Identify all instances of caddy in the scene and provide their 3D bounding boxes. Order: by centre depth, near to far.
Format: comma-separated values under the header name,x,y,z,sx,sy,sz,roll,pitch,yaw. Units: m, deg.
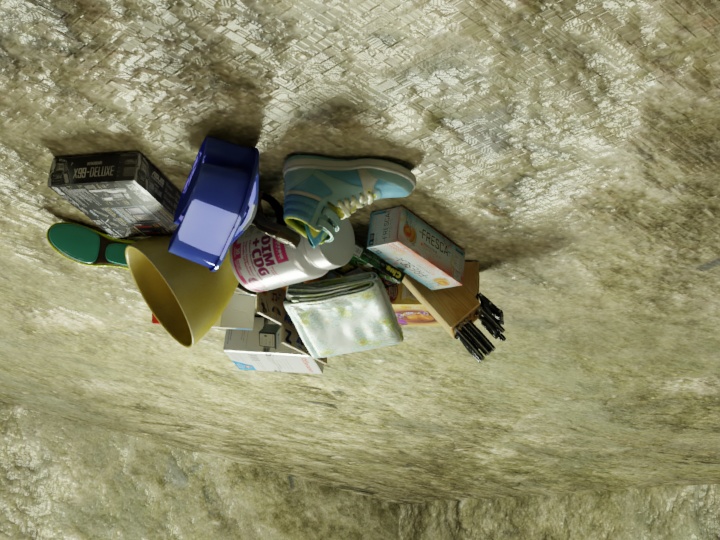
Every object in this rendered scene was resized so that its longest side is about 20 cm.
name,x,y,z,sx,sy,sz,roll,pitch,yaw
caddy,-0.202,-0.093,1.427,0.104,0.143,0.201,18,130,-17

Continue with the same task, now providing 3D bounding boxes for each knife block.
name,x,y,z,sx,sy,sz,roll,pitch,yaw
knife block,0.157,0.075,1.735,0.196,0.178,0.064,2,158,11

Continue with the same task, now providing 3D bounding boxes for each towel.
name,x,y,z,sx,sy,sz,roll,pitch,yaw
towel,-0.028,0.081,1.703,0.168,0.049,0.201,-8,143,13

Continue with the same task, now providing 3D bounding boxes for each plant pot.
name,x,y,z,sx,sy,sz,roll,pitch,yaw
plant pot,-0.290,0.010,1.702,0.141,0.201,0.200,-34,174,-25

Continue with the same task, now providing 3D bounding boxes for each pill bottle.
name,x,y,z,sx,sy,sz,roll,pitch,yaw
pill bottle,-0.111,-0.036,1.616,0.198,0.115,0.113,-14,151,40

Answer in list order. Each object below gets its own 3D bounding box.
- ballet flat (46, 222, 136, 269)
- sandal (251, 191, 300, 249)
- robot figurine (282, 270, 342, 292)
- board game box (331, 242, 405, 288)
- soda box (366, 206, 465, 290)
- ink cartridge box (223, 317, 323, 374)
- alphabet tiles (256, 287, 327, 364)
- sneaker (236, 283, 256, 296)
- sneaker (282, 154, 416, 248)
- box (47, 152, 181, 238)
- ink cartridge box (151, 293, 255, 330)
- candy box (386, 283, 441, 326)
name,x,y,z,sx,sy,sz,roll,pitch,yaw
ballet flat,-0.471,-0.036,1.790,0.197,0.068,0.067,15,170,-23
sandal,-0.146,-0.090,1.505,0.081,0.055,0.199,25,-176,-35
robot figurine,-0.045,0.054,1.788,0.199,0.059,0.144,37,150,-29
board game box,0.000,0.000,1.712,0.104,0.024,0.200,32,165,-10
soda box,0.095,-0.034,1.634,0.068,0.065,0.199,-10,153,36
ink cartridge box,-0.186,0.166,2.177,0.196,0.087,0.147,1,158,9
alphabet tiles,-0.124,0.064,1.796,0.007,0.170,0.199,-20,148,29
sneaker,-0.233,0.003,1.834,0.197,0.074,0.085,9,-178,-10
sneaker,-0.020,-0.091,1.430,0.196,0.133,0.080,3,157,7
box,-0.375,-0.116,1.577,0.155,0.051,0.200,-2,157,19
ink cartridge box,-0.311,0.073,1.872,0.197,0.069,0.116,2,175,27
candy box,0.055,0.062,1.894,0.197,0.057,0.117,-1,156,15
